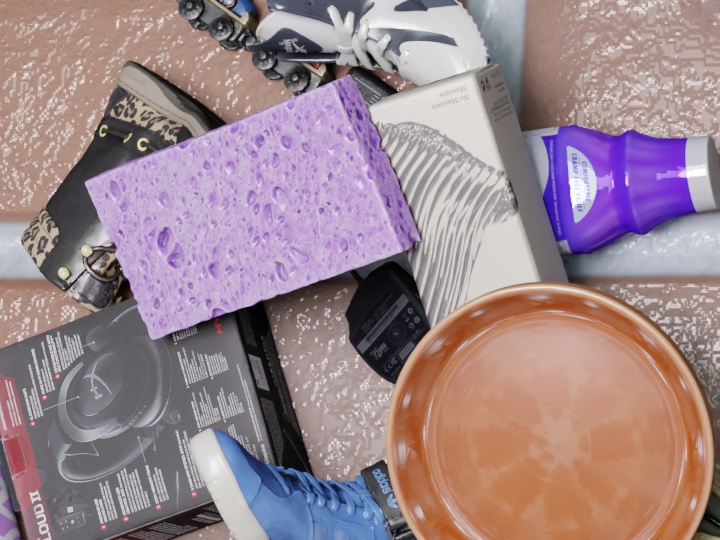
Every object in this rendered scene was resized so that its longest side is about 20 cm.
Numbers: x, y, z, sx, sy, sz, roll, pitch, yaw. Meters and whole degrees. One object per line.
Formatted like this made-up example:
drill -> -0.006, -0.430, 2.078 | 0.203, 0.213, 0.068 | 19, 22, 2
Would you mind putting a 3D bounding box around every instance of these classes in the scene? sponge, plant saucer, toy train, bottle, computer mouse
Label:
sponge -> -0.068, -0.037, 1.662 | 0.200, 0.030, 0.112 | -19, 95, 32
plant saucer -> 0.115, 0.105, 1.611 | 0.200, 0.032, 0.201 | 3, 101, 16
toy train -> -0.046, -0.146, 1.798 | 0.200, 0.034, 0.046 | 35, 89, 20
bottle -> 0.127, -0.049, 1.705 | 0.199, 0.065, 0.084 | -6, 85, 17
computer mouse -> 0.000, 0.000, 1.763 | 0.059, 0.034, 0.200 | -46, 64, 24

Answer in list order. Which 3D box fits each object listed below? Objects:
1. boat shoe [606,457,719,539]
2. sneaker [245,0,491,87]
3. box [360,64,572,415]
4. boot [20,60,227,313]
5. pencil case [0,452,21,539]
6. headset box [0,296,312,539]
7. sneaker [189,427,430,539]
boat shoe -> 0.164, 0.120, 1.657 | 0.200, 0.076, 0.072 | 22, 90, 22
sneaker -> -0.003, -0.149, 1.739 | 0.129, 0.080, 0.199 | -27, 71, -10
box -> 0.073, -0.020, 1.654 | 0.082, 0.068, 0.201 | -18, 95, 18
boot -> -0.137, -0.036, 1.770 | 0.151, 0.073, 0.200 | -53, 48, 6
pencil case -> -0.284, 0.131, 1.808 | 0.085, 0.084, 0.201 | -29, 68, 43
headset box -> -0.149, 0.103, 1.766 | 0.199, 0.077, 0.149 | -22, 74, 15
sneaker -> -0.017, 0.142, 1.663 | 0.111, 0.200, 0.077 | -33, 37, 5
